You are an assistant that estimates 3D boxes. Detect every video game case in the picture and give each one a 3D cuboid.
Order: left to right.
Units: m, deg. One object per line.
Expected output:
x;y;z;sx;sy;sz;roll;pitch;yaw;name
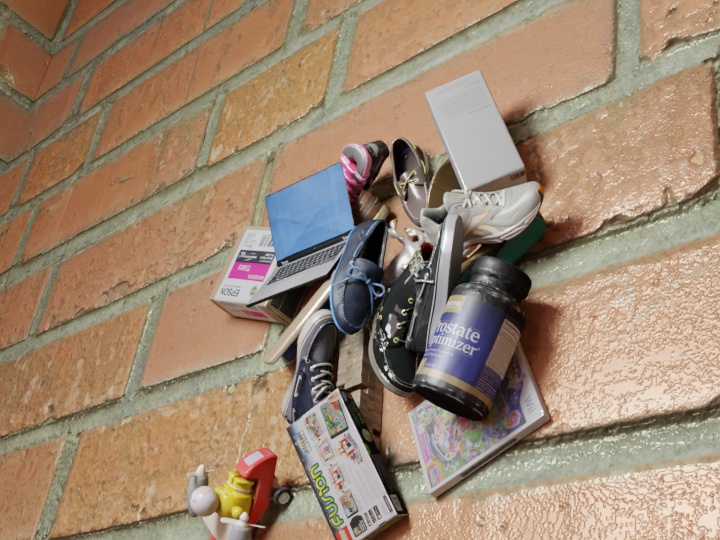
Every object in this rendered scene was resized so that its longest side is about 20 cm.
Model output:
0.156;0.199;1.336;0.199;0.018;0.145;-39;38;20;video game case

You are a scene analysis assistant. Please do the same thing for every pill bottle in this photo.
0.156;0.089;1.315;0.111;0.111;0.203;6;66;50;pill bottle

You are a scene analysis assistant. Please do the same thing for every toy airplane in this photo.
-0.214;0.384;1.504;0.198;0.141;0.202;-26;44;32;toy airplane

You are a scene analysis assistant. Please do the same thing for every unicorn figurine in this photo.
0.070;-0.019;1.579;0.201;0.073;0.138;-55;41;24;unicorn figurine

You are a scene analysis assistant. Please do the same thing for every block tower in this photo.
-0.002;0.191;1.494;0.053;0.058;0.203;-24;47;34;block tower

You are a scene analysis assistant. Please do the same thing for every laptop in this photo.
-0.111;-0.060;1.646;0.185;0.117;0.201;-21;20;35;laptop

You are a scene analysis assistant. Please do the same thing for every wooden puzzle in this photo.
-0.082;0.083;1.629;0.186;0.046;0.200;-51;1;1;wooden puzzle

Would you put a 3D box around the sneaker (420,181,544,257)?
0.168;-0.084;1.395;0.198;0.092;0.076;-27;29;33;sneaker

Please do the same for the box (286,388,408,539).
-0.022;0.284;1.390;0.110;0.035;0.202;-38;63;21;box

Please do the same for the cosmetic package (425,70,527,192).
0.180;-0.204;1.523;0.100;0.074;0.203;-20;62;5;cosmetic package

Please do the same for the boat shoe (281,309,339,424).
-0.062;0.170;1.533;0.093;0.073;0.204;42;122;49;boat shoe

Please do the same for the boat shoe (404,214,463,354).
0.101;0.018;1.379;0.067;0.073;0.204;11;102;19;boat shoe

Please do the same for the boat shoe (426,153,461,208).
0.160;-0.162;1.594;0.065;0.071;0.203;108;-175;-73;boat shoe

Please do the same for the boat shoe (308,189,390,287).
-0.037;-0.057;1.706;0.200;0.068;0.072;-45;9;9;boat shoe

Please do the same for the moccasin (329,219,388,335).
0.000;0.000;1.517;0.068;0.080;0.204;-26;46;44;moccasin

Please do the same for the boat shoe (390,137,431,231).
0.089;-0.150;1.661;0.071;0.059;0.202;-34;40;25;boat shoe

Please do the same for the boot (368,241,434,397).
0.076;0.070;1.454;0.155;0.072;0.206;-54;27;33;boot

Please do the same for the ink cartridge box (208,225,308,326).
-0.177;0.006;1.827;0.198;0.075;0.167;4;63;49;ink cartridge box

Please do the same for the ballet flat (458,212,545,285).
0.188;-0.018;1.439;0.200;0.068;0.072;-48;28;4;ballet flat

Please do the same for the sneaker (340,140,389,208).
-0.004;-0.159;1.749;0.095;0.079;0.201;-31;-17;-39;sneaker
